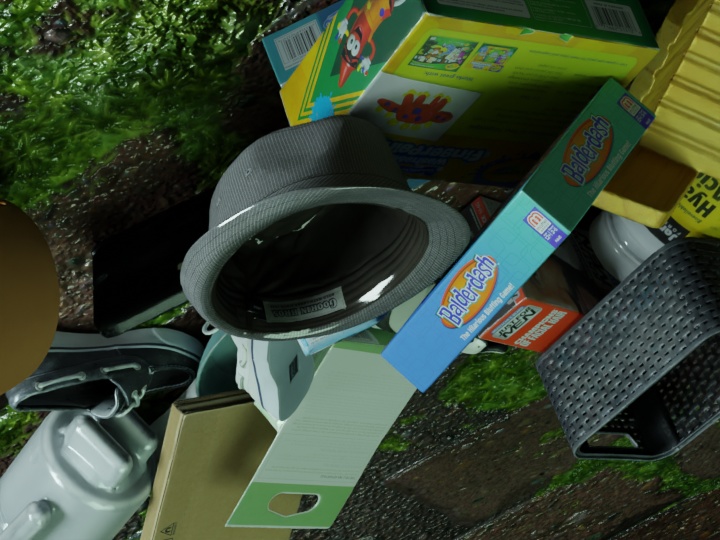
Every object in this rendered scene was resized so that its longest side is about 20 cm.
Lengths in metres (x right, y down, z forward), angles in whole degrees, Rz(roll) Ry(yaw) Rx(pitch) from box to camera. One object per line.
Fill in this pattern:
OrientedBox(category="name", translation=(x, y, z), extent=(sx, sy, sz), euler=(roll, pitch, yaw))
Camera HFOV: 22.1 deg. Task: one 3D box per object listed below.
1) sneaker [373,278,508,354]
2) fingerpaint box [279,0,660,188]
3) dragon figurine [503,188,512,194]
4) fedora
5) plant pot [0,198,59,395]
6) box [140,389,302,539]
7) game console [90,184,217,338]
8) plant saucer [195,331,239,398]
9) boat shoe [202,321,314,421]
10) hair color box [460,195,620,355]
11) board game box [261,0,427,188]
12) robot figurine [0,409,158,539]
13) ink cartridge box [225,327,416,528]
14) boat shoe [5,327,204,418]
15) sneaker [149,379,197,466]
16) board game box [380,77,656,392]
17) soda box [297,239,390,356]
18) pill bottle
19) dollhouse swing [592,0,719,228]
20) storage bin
OrientedBox(category="sneaker", translation=(0.072, 0.031, 1.582), extent=(0.199, 0.080, 0.074), euler=(10, 104, -60))
OrientedBox(category="fingerpaint box", translation=(0.072, -0.137, 1.252), extent=(0.198, 0.074, 0.167), euler=(3, 145, -33))
OrientedBox(category="dragon figurine", translation=(0.163, -0.108, 1.471), extent=(0.099, 0.059, 0.200), euler=(12, 137, -44))
OrientedBox(category="fedora", translation=(-0.030, -0.036, 1.200), extent=(0.175, 0.091, 0.200), euler=(9, 144, -33))
OrientedBox(category="plant pot", translation=(-0.301, 0.021, 1.267), extent=(0.200, 0.201, 0.139), euler=(-41, 161, 31))
OrientedBox(category="box", translation=(-0.114, 0.191, 1.645), extent=(0.162, 0.021, 0.202), euler=(-8, 127, -37))
OrientedBox(category="game console", translation=(-0.095, -0.004, 1.424), extent=(0.199, 0.176, 0.117), euler=(-26, 122, 7))
OrientedBox(category="plant saucer", translation=(-0.057, 0.056, 1.604), extent=(0.198, 0.036, 0.201), euler=(-22, 149, -13))
OrientedBox(category="boat shoe", translation=(-0.083, 0.041, 1.458), extent=(0.075, 0.086, 0.203), euler=(-53, 163, -23))
OrientedBox(category="hair color box", translation=(0.166, 0.013, 1.618), extent=(0.199, 0.112, 0.064), euler=(13, 135, -46))
OrientedBox(category="board game box", translation=(0.033, -0.134, 1.357), extent=(0.150, 0.047, 0.200), euler=(-25, 150, 6))
OrientedBox(category="robot figurine", translation=(-0.255, 0.193, 1.634), extent=(0.200, 0.113, 0.169), euler=(-49, 172, 38))
OrientedBox(category="ink cartridge box", translation=(-0.034, 0.134, 1.614), extent=(0.145, 0.048, 0.201), euler=(10, 119, -49))
OrientedBox(category="boat shoe", translation=(-0.210, 0.092, 1.542), extent=(0.199, 0.068, 0.072), euler=(5, 141, -42))
OrientedBox(category="sneaker", translation=(-0.111, 0.159, 1.724), extent=(0.199, 0.074, 0.115), euler=(21, 133, -39))
OrientedBox(category="board game box", translation=(0.106, -0.023, 1.260), extent=(0.152, 0.045, 0.200), euler=(-49, 178, -45))
OrientedBox(category="soda box", translation=(0.000, 0.000, 1.377), extent=(0.063, 0.069, 0.200), euler=(-26, -177, 21))
OrientedBox(category="pill bottle", translation=(0.283, -0.073, 1.554), extent=(0.110, 0.112, 0.200), euler=(4, 142, -37))
OrientedBox(category="dollhouse swing", translation=(0.294, -0.116, 1.363), extent=(0.182, 0.175, 0.201), euler=(-44, 162, -58))
OrientedBox(category="storage bin", translation=(0.263, 0.070, 1.568), extent=(0.134, 0.094, 0.200), euler=(7, 139, -40))
